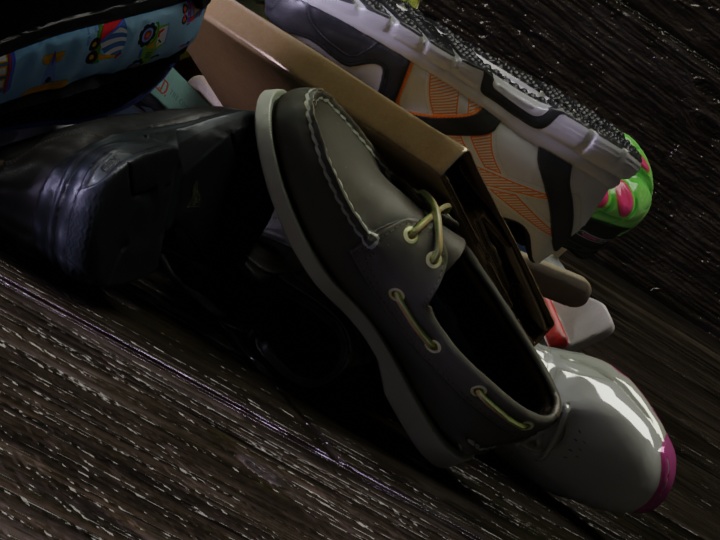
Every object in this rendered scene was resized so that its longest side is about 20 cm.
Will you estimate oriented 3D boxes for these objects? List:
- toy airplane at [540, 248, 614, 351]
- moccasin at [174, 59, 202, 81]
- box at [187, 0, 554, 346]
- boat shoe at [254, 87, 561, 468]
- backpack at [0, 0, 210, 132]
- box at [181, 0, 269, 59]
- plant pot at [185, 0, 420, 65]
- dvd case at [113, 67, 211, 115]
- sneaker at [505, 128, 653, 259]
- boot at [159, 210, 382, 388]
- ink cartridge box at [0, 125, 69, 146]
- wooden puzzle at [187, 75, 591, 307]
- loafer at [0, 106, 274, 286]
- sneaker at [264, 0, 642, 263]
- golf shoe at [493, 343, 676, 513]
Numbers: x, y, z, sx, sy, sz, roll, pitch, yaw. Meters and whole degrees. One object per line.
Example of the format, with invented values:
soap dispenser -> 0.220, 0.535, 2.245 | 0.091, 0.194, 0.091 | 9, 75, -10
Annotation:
toy airplane -> 0.105, -0.018, 1.735 | 0.199, 0.141, 0.200 | 52, -11, -9
moccasin -> -0.129, -0.132, 1.637 | 0.201, 0.074, 0.078 | 28, 47, -39
box -> -0.004, -0.056, 1.220 | 0.200, 0.021, 0.164 | 36, -12, 32
boat shoe -> 0.021, -0.002, 1.127 | 0.202, 0.060, 0.072 | 59, 30, -27
backpack -> -0.144, -0.145, 1.029 | 0.135, 0.183, 0.200 | 32, 26, 31
box -> -0.083, -0.157, 1.242 | 0.200, 0.048, 0.117 | -16, -30, 33
plant pot -> -0.068, -0.201, 1.548 | 0.193, 0.201, 0.200 | 21, 8, -11
dvd case -> -0.165, -0.111, 1.216 | 0.200, 0.022, 0.146 | 20, -13, 27
sneaker -> 0.047, -0.055, 1.323 | 0.200, 0.084, 0.077 | 24, 50, -2
boot -> -0.055, -0.012, 1.212 | 0.200, 0.068, 0.131 | 35, 11, 27
ink cartridge box -> -0.191, -0.093, 1.189 | 0.162, 0.050, 0.200 | 34, 9, 4
wooden puzzle -> 0.018, -0.055, 1.439 | 0.185, 0.046, 0.200 | 20, 10, -33
loafer -> -0.092, -0.040, 1.089 | 0.072, 0.073, 0.200 | 18, 10, 21
sneaker -> 0.036, -0.071, 1.226 | 0.200, 0.080, 0.074 | 30, 14, -17
golf shoe -> 0.064, 0.060, 1.289 | 0.200, 0.075, 0.091 | 34, 21, 28
